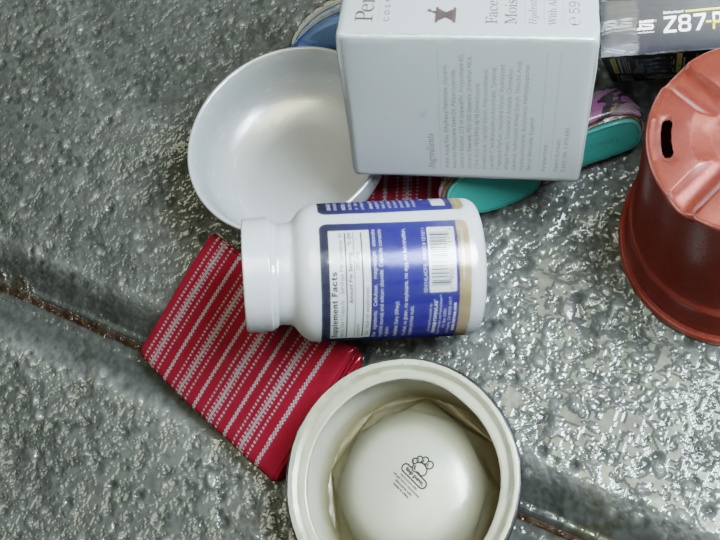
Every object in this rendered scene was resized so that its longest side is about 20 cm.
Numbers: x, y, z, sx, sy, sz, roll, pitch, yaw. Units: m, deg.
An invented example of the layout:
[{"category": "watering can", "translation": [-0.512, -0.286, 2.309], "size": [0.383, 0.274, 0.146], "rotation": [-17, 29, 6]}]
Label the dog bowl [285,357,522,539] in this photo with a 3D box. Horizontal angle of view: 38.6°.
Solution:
[{"category": "dog bowl", "translation": [0.041, 0.181, 0.863], "size": [0.197, 0.074, 0.203], "rotation": [-6, 69, 15]}]

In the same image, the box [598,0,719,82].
[{"category": "box", "translation": [0.283, -0.191, 0.853], "size": [0.159, 0.200, 0.050], "rotation": [-3, 94, 17]}]

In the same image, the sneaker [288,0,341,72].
[{"category": "sneaker", "translation": [0.023, -0.221, 1.008], "size": [0.197, 0.079, 0.090], "rotation": [-13, 65, 12]}]

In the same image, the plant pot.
[{"category": "plant pot", "translation": [0.299, -0.063, 0.803], "size": [0.198, 0.195, 0.204], "rotation": [-5, 70, 15]}]

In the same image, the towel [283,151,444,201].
[{"category": "towel", "translation": [0.011, -0.052, 0.983], "size": [0.197, 0.023, 0.147], "rotation": [-3, 68, 14]}]

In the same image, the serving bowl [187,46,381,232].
[{"category": "serving bowl", "translation": [-0.061, -0.112, 0.977], "size": [0.197, 0.066, 0.203], "rotation": [-6, 65, 12]}]

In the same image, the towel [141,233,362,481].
[{"category": "towel", "translation": [-0.104, 0.078, 0.950], "size": [0.199, 0.022, 0.146], "rotation": [37, 99, 26]}]

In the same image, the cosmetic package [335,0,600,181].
[{"category": "cosmetic package", "translation": [0.090, -0.191, 0.854], "size": [0.197, 0.166, 0.167], "rotation": [2, 56, 7]}]

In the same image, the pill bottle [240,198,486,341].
[{"category": "pill bottle", "translation": [0.000, 0.000, 0.865], "size": [0.197, 0.116, 0.117], "rotation": [-2, 69, -4]}]

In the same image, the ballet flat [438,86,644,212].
[{"category": "ballet flat", "translation": [0.159, -0.113, 0.941], "size": [0.198, 0.070, 0.072], "rotation": [-23, 46, 2]}]
